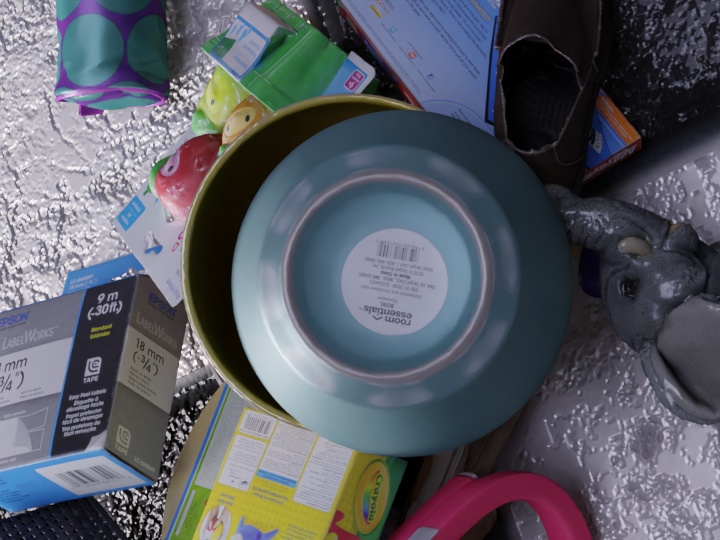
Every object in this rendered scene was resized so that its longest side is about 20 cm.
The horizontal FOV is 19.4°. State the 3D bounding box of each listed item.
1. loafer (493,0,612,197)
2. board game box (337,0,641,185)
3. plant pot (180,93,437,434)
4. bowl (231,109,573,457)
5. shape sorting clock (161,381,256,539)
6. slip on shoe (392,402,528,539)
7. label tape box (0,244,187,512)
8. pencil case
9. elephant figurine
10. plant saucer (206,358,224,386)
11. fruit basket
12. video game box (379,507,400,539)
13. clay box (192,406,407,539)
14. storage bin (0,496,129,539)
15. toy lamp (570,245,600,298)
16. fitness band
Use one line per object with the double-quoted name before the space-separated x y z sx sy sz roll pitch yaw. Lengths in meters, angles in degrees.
"loafer" 0.119 -0.132 1.300 0.073 0.071 0.200 0 64 6
"board game box" 0.081 -0.127 1.353 0.103 0.019 0.200 -32 65 -8
"plant pot" 0.000 0.000 1.297 0.200 0.142 0.201 0 87 6
"bowl" 0.018 0.004 1.172 0.200 0.105 0.201 0 87 6
"shape sorting clock" -0.064 0.139 1.379 0.200 0.039 0.200 -37 39 37
"slip on shoe" 0.057 0.155 1.338 0.060 0.076 0.200 17 66 -2
"label tape box" -0.196 0.059 1.484 0.144 0.063 0.200 -15 54 34
"pencil case" -0.186 -0.217 1.526 0.092 0.085 0.200 -8 85 55
"elephant figurine" 0.207 0.020 1.232 0.200 0.141 0.155 -14 64 22
"plant saucer" -0.045 0.027 1.441 0.200 0.034 0.201 3 94 40
"fruit basket" -0.089 -0.085 1.409 0.200 0.094 0.185 -45 27 1
"video game box" -0.002 0.250 1.415 0.200 0.047 0.183 27 105 31
"clay box" -0.057 0.190 1.262 0.115 0.048 0.200 12 78 49
"storage bin" -0.190 0.259 1.448 0.200 0.094 0.135 39 137 55
"toy lamp" 0.109 -0.027 1.344 0.200 0.058 0.058 20 99 32
"fitness band" 0.067 0.211 1.286 0.037 0.200 0.144 2 126 51
